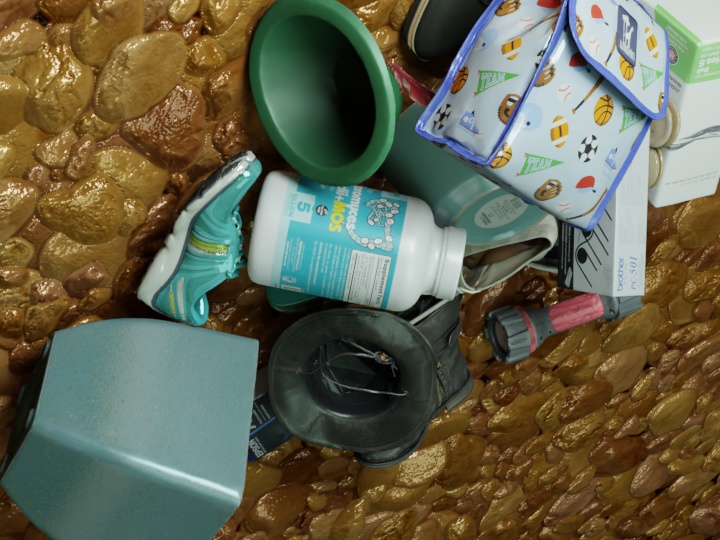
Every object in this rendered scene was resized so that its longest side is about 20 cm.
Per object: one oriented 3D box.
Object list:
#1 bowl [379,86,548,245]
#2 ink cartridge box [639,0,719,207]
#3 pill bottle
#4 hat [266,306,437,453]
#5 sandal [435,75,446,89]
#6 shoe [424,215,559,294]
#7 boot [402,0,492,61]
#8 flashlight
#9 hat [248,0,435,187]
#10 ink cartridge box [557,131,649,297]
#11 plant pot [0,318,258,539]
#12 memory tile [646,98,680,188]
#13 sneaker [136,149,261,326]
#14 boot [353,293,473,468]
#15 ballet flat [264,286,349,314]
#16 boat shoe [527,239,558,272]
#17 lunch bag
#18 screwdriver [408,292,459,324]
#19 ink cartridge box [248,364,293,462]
[{"bbox_3d":[0.127,-0.099,1.362,0.199,0.106,0.201,-16,152,-8],"label":"bowl"},{"bbox_3d":[0.318,-0.190,1.418,0.083,0.146,0.201,-14,133,-22],"label":"ink cartridge box"},{"bbox_3d":[-0.002,-0.025,1.304,0.198,0.111,0.111,11,127,-1],"label":"pill bottle"},{"bbox_3d":[-0.009,0.098,1.457,0.199,0.081,0.202,1,126,1],"label":"hat"},{"bbox_3d":[0.170,-0.212,1.358,0.212,0.070,0.078,-42,138,7],"label":"sandal"},{"bbox_3d":[0.126,-0.015,1.471,0.199,0.054,0.070,-25,128,27],"label":"shoe"},{"bbox_3d":[0.142,-0.248,1.255,0.200,0.139,0.077,-45,137,11],"label":"boot"},{"bbox_3d":[0.249,0.054,1.654,0.199,0.068,0.068,-17,132,-18],"label":"flashlight"},{"bbox_3d":[0.019,-0.174,1.264,0.165,0.201,0.176,-16,-171,44],"label":"hat"},{"bbox_3d":[0.246,-0.078,1.386,0.044,0.094,0.202,-2,96,-29],"label":"ink cartridge box"},{"bbox_3d":[-0.233,0.162,1.326,0.199,0.197,0.196,21,134,-20],"label":"plant pot"},{"bbox_3d":[0.258,-0.121,1.431,0.017,0.154,0.201,-7,133,-28],"label":"memory tile"},{"bbox_3d":[-0.139,-0.031,1.301,0.079,0.078,0.200,32,122,-2],"label":"sneaker"},{"bbox_3d":[0.053,0.116,1.577,0.200,0.069,0.175,-41,141,-23],"label":"boot"},{"bbox_3d":[0.000,0.000,1.406,0.198,0.075,0.074,-9,140,15],"label":"ballet flat"},{"bbox_3d":[0.188,-0.043,1.526,0.199,0.065,0.074,13,120,-40],"label":"boat shoe"},{"bbox_3d":[0.175,-0.159,1.183,0.170,0.124,0.201,28,93,-44],"label":"lunch bag"},{"bbox_3d":[0.107,0.029,1.525,0.200,0.029,0.028,-35,130,-33],"label":"screwdriver"},{"bbox_3d":[-0.094,0.150,1.538,0.199,0.039,0.100,-32,139,-4],"label":"ink cartridge box"}]
